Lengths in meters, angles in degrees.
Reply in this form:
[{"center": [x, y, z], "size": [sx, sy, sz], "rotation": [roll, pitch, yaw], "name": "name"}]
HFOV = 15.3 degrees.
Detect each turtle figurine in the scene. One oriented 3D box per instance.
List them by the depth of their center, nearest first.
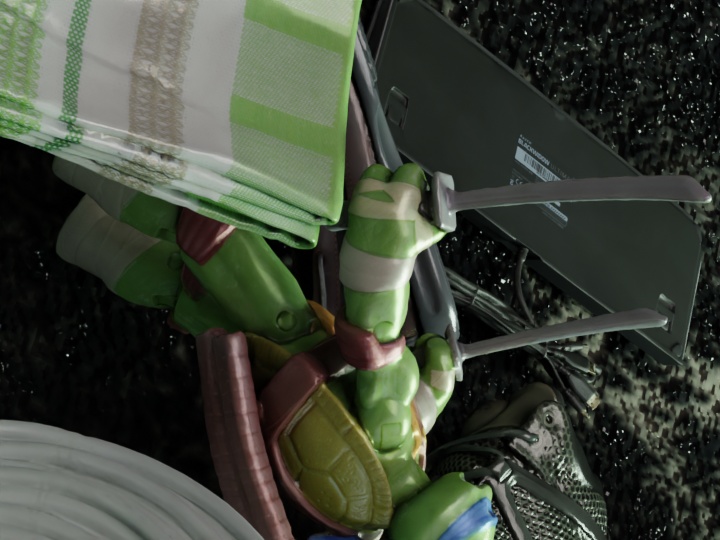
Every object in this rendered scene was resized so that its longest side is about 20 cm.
[{"center": [0.000, 0.000, 0.930], "size": [0.194, 0.200, 0.144], "rotation": [38, 11, 12], "name": "turtle figurine"}]

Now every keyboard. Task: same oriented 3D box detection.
[{"center": [0.066, -0.018, 1.114], "size": [0.200, 0.021, 0.127], "rotation": [35, 52, -28], "name": "keyboard"}]

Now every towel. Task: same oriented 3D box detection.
[{"center": [-0.084, -0.105, 0.828], "size": [0.199, 0.031, 0.150], "rotation": [20, 63, -26], "name": "towel"}]

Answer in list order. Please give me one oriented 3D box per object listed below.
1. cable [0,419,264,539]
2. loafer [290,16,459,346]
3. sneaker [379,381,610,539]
[{"center": [-0.114, 0.133, 0.792], "size": [0.199, 0.069, 0.200], "rotation": [8, 42, -1], "name": "cable"}, {"center": [-0.021, -0.057, 1.019], "size": [0.063, 0.072, 0.201], "rotation": [-20, 91, -3], "name": "loafer"}, {"center": [0.024, 0.098, 1.012], "size": [0.199, 0.076, 0.115], "rotation": [9, 71, -42], "name": "sneaker"}]
